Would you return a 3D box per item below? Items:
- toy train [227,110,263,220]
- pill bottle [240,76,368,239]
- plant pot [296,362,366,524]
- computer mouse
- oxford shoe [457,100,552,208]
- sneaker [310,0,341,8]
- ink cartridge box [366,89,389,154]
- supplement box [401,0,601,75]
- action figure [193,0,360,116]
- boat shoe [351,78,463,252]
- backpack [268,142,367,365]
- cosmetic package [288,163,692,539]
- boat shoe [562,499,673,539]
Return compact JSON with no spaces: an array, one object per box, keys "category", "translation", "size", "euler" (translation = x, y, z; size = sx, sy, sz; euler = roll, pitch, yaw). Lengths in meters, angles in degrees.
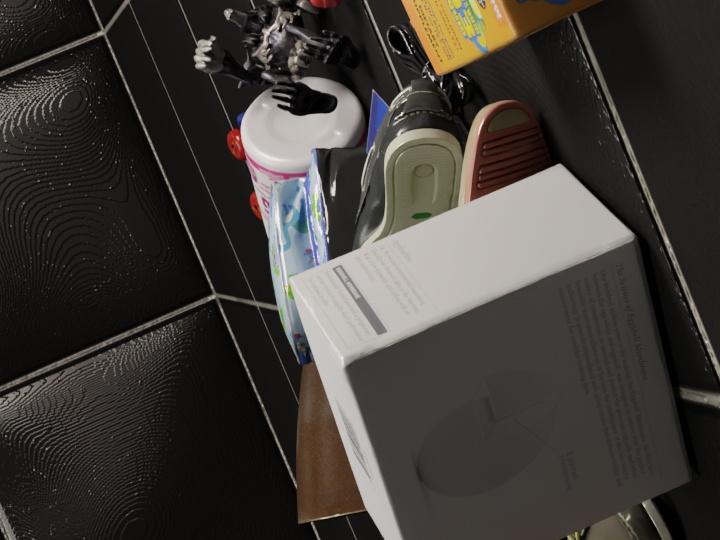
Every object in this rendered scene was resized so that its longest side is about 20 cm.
[{"category":"toy train","translation":[-0.053,-0.073,2.143],"size":[0.116,0.085,0.200],"euler":[19,133,59]},{"category":"pill bottle","translation":[-0.038,-0.071,1.938],"size":[0.200,0.113,0.113],"euler":[77,166,-48]},{"category":"plant pot","translation":[0.015,0.127,1.997],"size":[0.187,0.187,0.200],"euler":[132,128,-79]},{"category":"computer mouse","translation":[0.058,-0.093,1.577],"size":[0.110,0.044,0.200],"euler":[56,166,41]},{"category":"oxford shoe","translation":[0.084,-0.027,1.419],"size":[0.074,0.071,0.200],"euler":[40,137,52]},{"category":"sneaker","translation":[-0.099,-0.283,1.761],"size":[0.078,0.115,0.200],"euler":[83,161,-58]},{"category":"ink cartridge box","translation":[0.061,-0.035,1.543],"size":[0.200,0.039,0.099],"euler":[46,161,19]},{"category":"supplement box","translation":[0.081,-0.165,1.226],"size":[0.067,0.069,0.200],"euler":[65,168,-3]},{"category":"action figure","translation":[-0.079,-0.207,1.847],"size":[0.102,0.119,0.200],"euler":[29,-174,-32]},{"category":"boat shoe","translation":[0.033,-0.049,1.473],"size":[0.200,0.072,0.068],"euler":[103,161,-51]},{"category":"backpack","translation":[0.000,0.000,1.761],"size":[0.200,0.147,0.183],"euler":[69,-169,-68]},{"category":"cosmetic package","translation":[0.086,0.071,1.349],"size":[0.123,0.200,0.199],"euler":[-125,15,-57]},{"category":"boat shoe","translation":[0.180,0.197,1.547],"size":[0.202,0.060,0.072],"euler":[133,113,-79]}]
